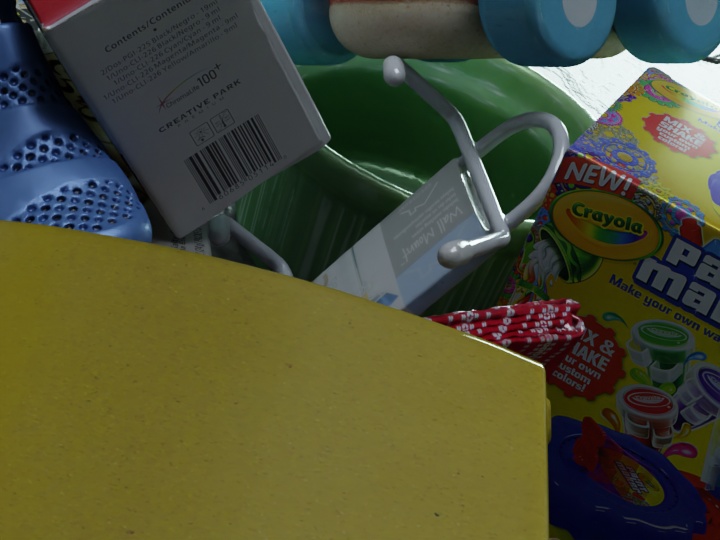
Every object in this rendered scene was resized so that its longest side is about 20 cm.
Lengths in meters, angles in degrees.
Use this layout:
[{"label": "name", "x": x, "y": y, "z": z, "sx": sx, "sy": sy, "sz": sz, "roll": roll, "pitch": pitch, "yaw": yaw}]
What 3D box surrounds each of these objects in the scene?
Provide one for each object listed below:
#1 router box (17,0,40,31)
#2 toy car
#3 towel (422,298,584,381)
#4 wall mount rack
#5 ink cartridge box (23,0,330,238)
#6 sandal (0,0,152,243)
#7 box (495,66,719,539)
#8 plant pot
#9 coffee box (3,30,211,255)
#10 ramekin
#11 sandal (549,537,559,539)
[{"label": "router box", "x": -0.196, "y": -0.163, "z": 1.016, "sx": 0.148, "sy": 0.051, "sz": 0.200, "roll": -2, "pitch": 39, "yaw": -30}, {"label": "toy car", "x": 0.062, "y": -0.199, "z": 0.831, "sx": 0.176, "sy": 0.201, "sz": 0.184, "roll": -7, "pitch": 11, "yaw": -43}, {"label": "towel", "x": -0.011, "y": 0.076, "z": 0.681, "sx": 0.199, "sy": 0.145, "sz": 0.023, "roll": -7, "pitch": 46, "yaw": -38}, {"label": "wall mount rack", "x": 0.000, "y": 0.000, "z": 0.744, "sx": 0.074, "sy": 0.200, "sz": 0.174, "roll": 38, "pitch": 21, "yaw": -30}, {"label": "ink cartridge box", "x": -0.116, "y": -0.146, "z": 0.761, "sx": 0.084, "sy": 0.176, "sz": 0.200, "roll": -32, "pitch": 47, "yaw": -4}, {"label": "sandal", "x": -0.153, "y": -0.066, "z": 0.720, "sx": 0.079, "sy": 0.087, "sz": 0.200, "roll": -15, "pitch": 47, "yaw": -41}, {"label": "box", "x": 0.161, "y": 0.050, "z": 0.776, "sx": 0.199, "sy": 0.193, "sz": 0.122, "roll": 29, "pitch": 32, "yaw": 13}, {"label": "plant pot", "x": -0.031, "y": 0.116, "z": 0.511, "sx": 0.175, "sy": 0.201, "sz": 0.200, "roll": -1, "pitch": 32, "yaw": 5}, {"label": "coffee box", "x": -0.136, "y": -0.028, "z": 0.823, "sx": 0.112, "sy": 0.080, "sz": 0.200, "roll": 10, "pitch": 34, "yaw": -15}, {"label": "ramekin", "x": 0.030, "y": -0.044, "z": 0.928, "sx": 0.199, "sy": 0.098, "sz": 0.200, "roll": 15, "pitch": 33, "yaw": -10}, {"label": "sandal", "x": 0.058, "y": 0.188, "z": 0.600, "sx": 0.078, "sy": 0.069, "sz": 0.212, "roll": 47, "pitch": 23, "yaw": -28}]
